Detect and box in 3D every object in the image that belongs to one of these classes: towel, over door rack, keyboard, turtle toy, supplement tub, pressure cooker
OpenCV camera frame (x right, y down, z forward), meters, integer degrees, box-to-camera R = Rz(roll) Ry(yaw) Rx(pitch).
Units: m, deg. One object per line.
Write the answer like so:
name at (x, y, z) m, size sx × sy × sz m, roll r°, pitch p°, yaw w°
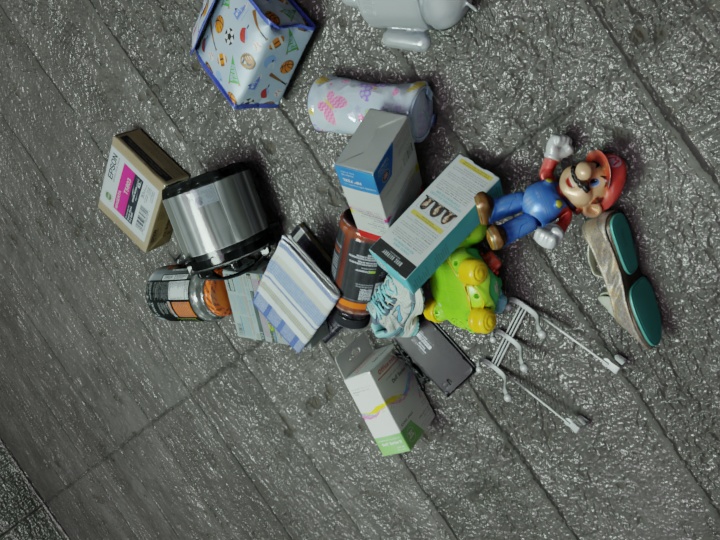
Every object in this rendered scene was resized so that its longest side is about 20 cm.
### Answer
towel at (-0.119, 0.046, 1.092) m, size 0.147 × 0.024 × 0.201 m, roll 46°, pitch 136°, yaw 11°
over door rack at (0.288, 0.153, 0.956) m, size 0.198 × 0.066 × 0.150 m, roll 31°, pitch 126°, yaw 19°
keyboard at (0.108, 0.132, 1.098) m, size 0.104 × 0.040 × 0.200 m, roll -44°, pitch 82°, yaw 15°
turtle toy at (0.162, 0.001, 0.946) m, size 0.145 × 0.100 × 0.204 m, roll 10°, pitch 117°, yaw 56°
supplement tub at (0.000, 0.000, 1.052) m, size 0.106 × 0.107 × 0.203 m, roll 26°, pitch 122°, yaw 21°
pressure cooker at (-0.263, -0.084, 1.146) m, size 0.173 × 0.178 × 0.203 m, roll -12°, pitch 104°, yaw 34°
supplement tub at (-0.350, 0.047, 1.300) m, size 0.197 × 0.122 × 0.125 m, roll -2°, pitch 110°, yaw 34°

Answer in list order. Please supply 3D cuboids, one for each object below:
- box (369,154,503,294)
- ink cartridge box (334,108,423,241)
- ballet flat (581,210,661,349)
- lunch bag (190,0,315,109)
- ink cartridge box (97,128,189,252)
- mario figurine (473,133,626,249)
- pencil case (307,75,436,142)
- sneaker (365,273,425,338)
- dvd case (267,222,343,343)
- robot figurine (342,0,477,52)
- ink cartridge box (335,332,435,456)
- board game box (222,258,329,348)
box at (0.112, -0.069, 0.887) m, size 0.082 × 0.200 × 0.049 m, roll 39°, pitch 172°, yaw 35°
ink cartridge box at (0.037, -0.122, 0.915) m, size 0.066 × 0.117 × 0.201 m, roll 17°, pitch 152°, yaw 25°
ballet flat at (0.361, 0.014, 0.854) m, size 0.067 × 0.067 × 0.203 m, roll -10°, pitch 100°, yaw 56°
lunch bag at (-0.195, -0.394, 0.998) m, size 0.201 × 0.123 × 0.170 m, roll 55°, pitch 130°, yaw 18°
ink cartridge box at (-0.468, -0.168, 1.312) m, size 0.164 × 0.075 × 0.201 m, roll 40°, pitch 128°, yaw 11°
mario figurine at (0.251, -0.106, 0.804) m, size 0.197 × 0.106 × 0.125 m, roll -23°, pitch 101°, yaw 7°
pencil case at (0.014, -0.252, 0.944) m, size 0.197 × 0.083 × 0.093 m, roll 13°, pitch 99°, yaw 28°
sneaker at (0.053, 0.054, 0.984) m, size 0.202 × 0.085 × 0.079 m, roll 88°, pitch 167°, yaw -52°
dvd case at (-0.090, 0.028, 1.185) m, size 0.201 × 0.016 × 0.149 m, roll 50°, pitch 130°, yaw 4°
robot figurine at (0.071, -0.386, 0.823) m, size 0.197 × 0.112 × 0.173 m, roll 13°, pitch 111°, yaw 28°
ink cartridge box at (0.046, 0.214, 1.113) m, size 0.067 × 0.117 × 0.202 m, roll -23°, pitch 98°, yaw 37°
board game box at (-0.168, 0.062, 1.204) m, size 0.197 × 0.064 × 0.150 m, roll 5°, pitch 116°, yaw 35°
